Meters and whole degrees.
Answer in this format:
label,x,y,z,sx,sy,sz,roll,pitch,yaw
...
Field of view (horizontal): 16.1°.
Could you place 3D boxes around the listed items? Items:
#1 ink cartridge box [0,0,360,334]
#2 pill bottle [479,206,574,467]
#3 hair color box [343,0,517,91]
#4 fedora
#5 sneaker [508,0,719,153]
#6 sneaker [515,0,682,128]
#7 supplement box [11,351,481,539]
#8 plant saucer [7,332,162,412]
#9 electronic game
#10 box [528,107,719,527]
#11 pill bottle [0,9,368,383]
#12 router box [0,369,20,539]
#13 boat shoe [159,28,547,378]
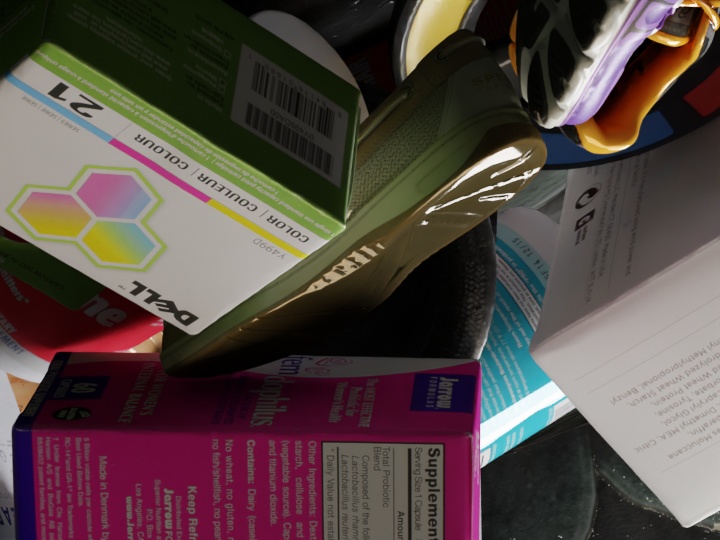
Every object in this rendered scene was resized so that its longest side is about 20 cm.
label,x,y,z,sx,sy,sz,roll,pitch,yaw
ink cartridge box,-0.118,-0.033,1.030,0.148,0.076,0.200,31,134,-27
pill bottle,0.033,0.058,1.345,0.200,0.111,0.111,-31,172,-17
hair color box,0.061,-0.094,1.311,0.200,0.064,0.111,-26,167,13
fedora,0.000,0.000,1.234,0.200,0.201,0.091,-30,170,34
sneaker,0.135,-0.135,1.089,0.078,0.077,0.200,10,128,-23
sneaker,0.135,-0.134,1.017,0.083,0.081,0.200,25,114,-27
supplement box,-0.046,0.099,1.129,0.199,0.104,0.101,2,-163,3
plant saucer,-0.197,0.060,1.388,0.200,0.032,0.201,-3,144,-2
electronic game,0.111,-0.117,1.183,0.199,0.042,0.200,-9,142,-7
box,0.206,-0.014,1.255,0.200,0.131,0.199,-33,-160,28
pill bottle,-0.095,-0.035,1.167,0.200,0.113,0.112,-30,166,33
router box,-0.216,0.049,1.154,0.049,0.180,0.200,-23,169,10
boat shoe,-0.012,-0.022,1.080,0.201,0.063,0.073,-37,158,29
